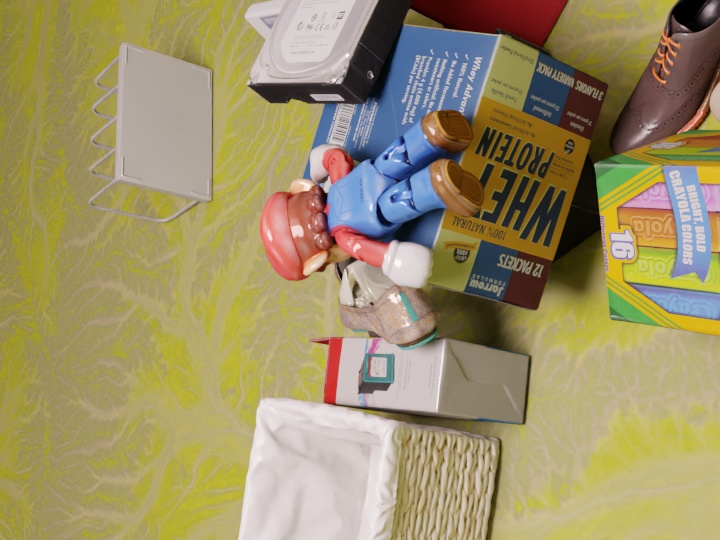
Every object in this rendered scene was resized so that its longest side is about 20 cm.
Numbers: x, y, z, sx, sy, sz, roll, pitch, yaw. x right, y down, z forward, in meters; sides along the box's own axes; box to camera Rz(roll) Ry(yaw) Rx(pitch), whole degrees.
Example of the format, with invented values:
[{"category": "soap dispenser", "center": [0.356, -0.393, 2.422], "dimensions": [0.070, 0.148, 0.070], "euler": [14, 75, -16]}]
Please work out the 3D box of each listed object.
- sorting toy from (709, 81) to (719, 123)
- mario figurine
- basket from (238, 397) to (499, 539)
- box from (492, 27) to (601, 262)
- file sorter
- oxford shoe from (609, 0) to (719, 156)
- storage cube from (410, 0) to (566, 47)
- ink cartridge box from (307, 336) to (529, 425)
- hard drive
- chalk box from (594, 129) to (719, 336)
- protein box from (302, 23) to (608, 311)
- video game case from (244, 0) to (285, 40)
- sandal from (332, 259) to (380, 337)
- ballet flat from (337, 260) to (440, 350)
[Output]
[{"category": "sorting toy", "center": [0.366, -0.151, 0.781], "dimensions": [0.201, 0.036, 0.185], "euler": [-56, 44, 23]}, {"category": "mario figurine", "center": [0.009, -0.047, 0.835], "dimensions": [0.199, 0.106, 0.124], "euler": [-23, 27, 35]}, {"category": "basket", "center": [0.005, 0.233, 1.005], "dimensions": [0.198, 0.160, 0.202], "euler": [1, 80, 50]}, {"category": "box", "center": [0.134, -0.100, 1.011], "dimensions": [0.141, 0.078, 0.201], "euler": [-41, 50, 40]}, {"category": "file sorter", "center": [-0.298, -0.186, 1.505], "dimensions": [0.124, 0.138, 0.202], "euler": [-23, 62, 48]}, {"category": "oxford shoe", "center": [0.260, -0.176, 0.885], "dimensions": [0.201, 0.072, 0.071], "euler": [-58, 44, 22]}, {"category": "storage cube", "center": [0.099, -0.329, 1.039], "dimensions": [0.171, 0.179, 0.201], "euler": [46, 113, 46]}, {"category": "ink cartridge box", "center": [0.047, 0.103, 1.026], "dimensions": [0.199, 0.116, 0.068], "euler": [-4, 76, 50]}, {"category": "hard drive", "center": [-0.010, -0.238, 0.933], "dimensions": [0.139, 0.038, 0.201], "euler": [12, 72, 50]}, {"category": "chalk box", "center": [0.282, -0.028, 0.750], "dimensions": [0.199, 0.124, 0.125], "euler": [7, 111, 51]}, {"category": "protein box", "center": [0.068, -0.095, 0.922], "dimensions": [0.200, 0.134, 0.200], "euler": [23, 98, 51]}, {"category": "video game case", "center": [-0.007, -0.221, 1.139], "dimensions": [0.199, 0.182, 0.023], "euler": [7, 61, 50]}, {"category": "sandal", "center": [0.000, 0.000, 1.151], "dimensions": [0.082, 0.054, 0.201], "euler": [-48, 37, 25]}, {"category": "ballet flat", "center": [0.018, 0.021, 0.986], "dimensions": [0.068, 0.068, 0.200], "euler": [61, 165, -13]}]
